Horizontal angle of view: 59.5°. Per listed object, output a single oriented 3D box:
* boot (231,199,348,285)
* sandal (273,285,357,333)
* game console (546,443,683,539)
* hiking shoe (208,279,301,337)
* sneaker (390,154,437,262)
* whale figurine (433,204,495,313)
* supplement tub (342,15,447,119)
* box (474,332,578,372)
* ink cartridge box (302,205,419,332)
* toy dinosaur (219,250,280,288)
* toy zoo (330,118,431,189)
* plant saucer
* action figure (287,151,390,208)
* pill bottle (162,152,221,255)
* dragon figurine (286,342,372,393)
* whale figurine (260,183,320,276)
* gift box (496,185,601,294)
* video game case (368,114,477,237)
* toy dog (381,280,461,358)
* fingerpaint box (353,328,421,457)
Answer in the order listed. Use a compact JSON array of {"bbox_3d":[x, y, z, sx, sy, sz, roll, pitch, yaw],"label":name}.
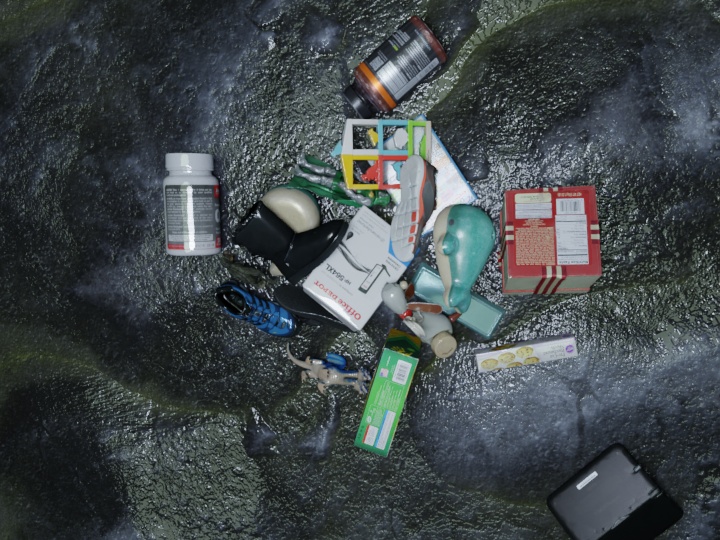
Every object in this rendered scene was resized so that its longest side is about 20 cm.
[{"bbox_3d":[-0.138,-0.070,1.187,0.162,0.074,0.198,39,128,-17],"label":"boot"},{"bbox_3d":[-0.093,0.090,1.304,0.198,0.076,0.048,22,124,5],"label":"sandal"},{"bbox_3d":[0.513,0.481,1.280,0.200,0.116,0.176,-44,59,11],"label":"game console"},{"bbox_3d":[-0.220,0.090,1.312,0.198,0.087,0.075,25,100,5],"label":"hiking shoe"},{"bbox_3d":[0.115,-0.113,1.193,0.081,0.077,0.203,10,89,-36],"label":"sneaker"},{"bbox_3d":[0.199,-0.026,1.182,0.103,0.159,0.203,-6,70,30],"label":"whale figurine"},{"bbox_3d":[0.061,-0.379,1.203,0.199,0.107,0.107,-39,90,12],"label":"supplement tub"},{"bbox_3d":[0.328,0.164,1.259,0.197,0.039,0.042,-11,96,10],"label":"box"},{"bbox_3d":[0.000,0.000,1.242,0.145,0.084,0.201,37,82,2],"label":"ink cartridge box"},{"bbox_3d":[-0.220,0.013,1.290,0.199,0.088,0.048,25,89,47],"label":"toy dinosaur"},{"bbox_3d":[0.040,-0.223,1.214,0.197,0.020,0.133,-2,97,-12],"label":"toy zoo"},{"bbox_3d":[0.193,0.063,1.280,0.198,0.019,0.070,30,101,3],"label":"plant saucer"},{"bbox_3d":[-0.034,-0.173,1.253,0.198,0.119,0.055,21,136,-4],"label":"action figure"},{"bbox_3d":[-0.345,-0.135,1.291,0.112,0.114,0.203,1,97,9],"label":"pill bottle"},{"bbox_3d":[-0.068,0.207,1.313,0.199,0.099,0.060,19,101,40],"label":"dragon figurine"},{"bbox_3d":[-0.143,-0.081,1.288,0.157,0.104,0.202,8,122,7],"label":"whale figurine"},{"bbox_3d":[0.348,-0.061,1.160,0.182,0.187,0.203,3,78,10],"label":"gift box"},{"bbox_3d":[0.121,-0.186,1.261,0.142,0.018,0.201,-34,91,11],"label":"video game case"},{"bbox_3d":[0.131,0.080,1.215,0.096,0.200,0.132,-46,53,-1],"label":"toy dog"},{"bbox_3d":[0.055,0.234,1.246,0.072,0.167,0.203,18,100,5],"label":"fingerpaint box"}]
